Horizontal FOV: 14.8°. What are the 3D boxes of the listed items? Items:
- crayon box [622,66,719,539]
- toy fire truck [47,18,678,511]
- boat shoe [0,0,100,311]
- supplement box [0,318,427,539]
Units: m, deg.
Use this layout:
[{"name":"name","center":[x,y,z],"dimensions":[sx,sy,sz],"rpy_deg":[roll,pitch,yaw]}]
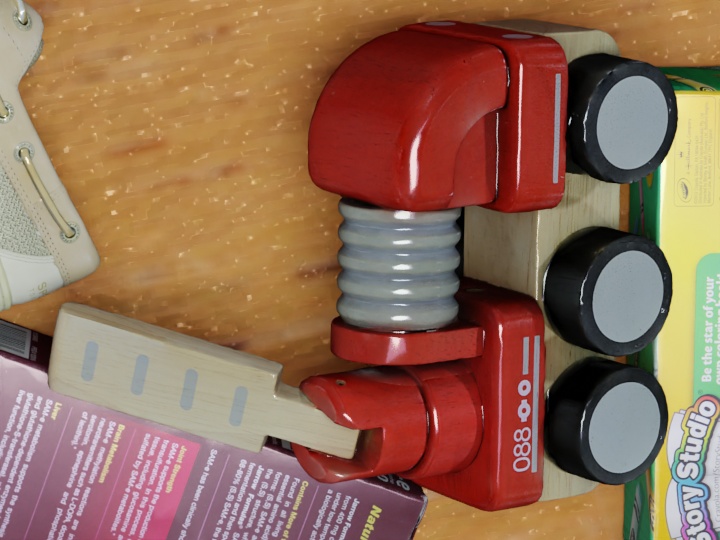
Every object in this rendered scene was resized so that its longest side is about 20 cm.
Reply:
[{"name":"crayon box","center":[0.167,0.022,1.093],"dimensions":[0.118,0.058,0.201],"rpy_deg":[-1,102,-6]},{"name":"toy fire truck","center":[0.000,0.000,1.024],"dimensions":[0.199,0.128,0.177],"rpy_deg":[-8,105,-35]},{"name":"boat shoe","center":[-0.151,-0.083,1.035],"dimensions":[0.065,0.072,0.201],"rpy_deg":[-20,104,-12]},{"name":"supplement box","center":[-0.086,0.098,1.081],"dimensions":[0.199,0.061,0.109],"rpy_deg":[20,99,-9]}]
